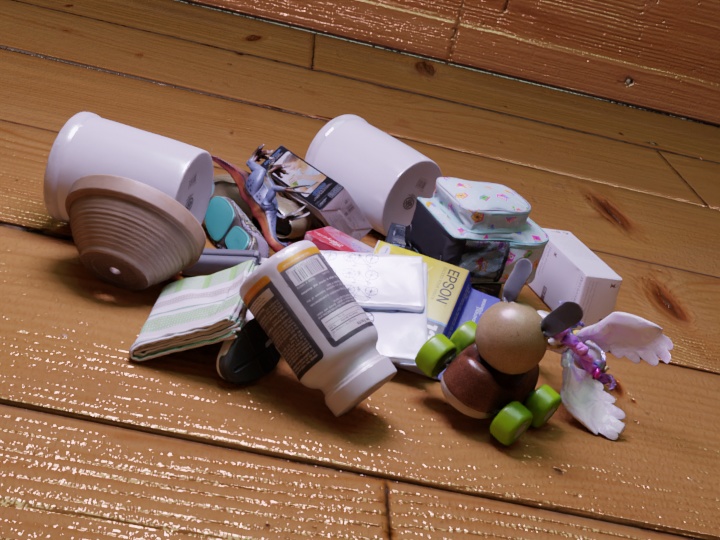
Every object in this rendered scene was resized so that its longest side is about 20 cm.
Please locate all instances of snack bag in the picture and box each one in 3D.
[{"bbox_3d":[0.001,0.049,1.584,0.188,0.021,0.200,5,46,-3],"label":"snack bag"}]

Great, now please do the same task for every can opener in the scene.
[{"bbox_3d":[-0.165,0.002,1.693,0.199,0.067,0.053,6,21,3],"label":"can opener"}]

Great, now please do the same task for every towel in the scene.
[{"bbox_3d":[-0.213,0.046,1.489,0.149,0.031,0.200,-14,23,9],"label":"towel"}]

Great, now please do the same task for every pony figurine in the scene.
[{"bbox_3d":[0.305,0.117,1.578,0.193,0.167,0.200,31,-1,6],"label":"pony figurine"}]

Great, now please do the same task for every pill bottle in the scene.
[{"bbox_3d":[-0.050,0.072,1.412,0.200,0.116,0.116,54,32,9],"label":"pill bottle"}]

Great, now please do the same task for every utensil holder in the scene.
[{"bbox_3d":[0.023,-0.166,2.071,0.200,0.170,0.170,34,29,34],"label":"utensil holder"},{"bbox_3d":[-0.342,-0.128,1.716,0.199,0.171,0.170,18,22,10],"label":"utensil holder"}]

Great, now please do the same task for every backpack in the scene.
[{"bbox_3d":[0.193,-0.057,1.803,0.199,0.154,0.176,12,19,-28],"label":"backpack"}]

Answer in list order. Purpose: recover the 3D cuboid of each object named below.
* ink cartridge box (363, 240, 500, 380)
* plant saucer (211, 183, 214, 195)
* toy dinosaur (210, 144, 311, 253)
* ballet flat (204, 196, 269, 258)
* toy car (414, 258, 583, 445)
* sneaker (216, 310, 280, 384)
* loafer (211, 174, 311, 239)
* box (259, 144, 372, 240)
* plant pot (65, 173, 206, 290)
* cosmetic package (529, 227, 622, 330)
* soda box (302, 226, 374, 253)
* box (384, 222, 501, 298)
[{"bbox_3d":[0.085,0.059,1.630,0.199,0.047,0.198,16,43,10],"label":"ink cartridge box"},{"bbox_3d":[-0.340,-0.142,1.877,0.199,0.036,0.200,-2,32,1],"label":"plant saucer"},{"bbox_3d":[-0.153,-0.100,1.845,0.199,0.105,0.182,-5,57,20],"label":"toy dinosaur"},{"bbox_3d":[-0.192,-0.052,1.810,0.072,0.072,0.200,3,24,-26],"label":"ballet flat"},{"bbox_3d":[0.196,0.088,1.460,0.164,0.200,0.158,41,31,22],"label":"toy car"},{"bbox_3d":[-0.161,0.085,1.499,0.115,0.076,0.201,-6,26,27],"label":"sneaker"},{"bbox_3d":[-0.180,-0.106,1.913,0.199,0.076,0.067,17,15,7],"label":"loafer"},{"bbox_3d":[-0.079,-0.126,1.969,0.200,0.060,0.117,38,-12,43],"label":"box"},{"bbox_3d":[-0.322,-0.037,1.577,0.200,0.201,0.093,17,62,6],"label":"plant pot"},{"bbox_3d":[0.350,0.013,1.922,0.074,0.102,0.200,6,22,-19],"label":"cosmetic package"},{"bbox_3d":[0.000,0.000,1.784,0.200,0.064,0.070,28,25,29],"label":"soda box"},{"bbox_3d":[0.133,-0.009,1.904,0.199,0.051,0.158,15,21,0],"label":"box"}]
